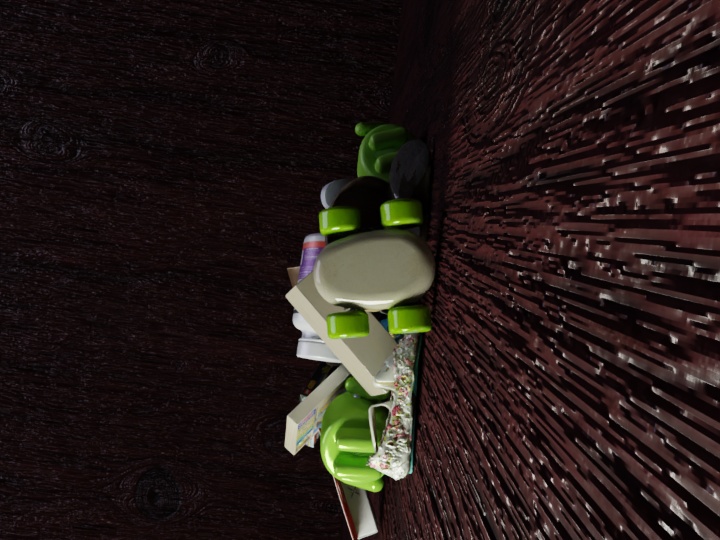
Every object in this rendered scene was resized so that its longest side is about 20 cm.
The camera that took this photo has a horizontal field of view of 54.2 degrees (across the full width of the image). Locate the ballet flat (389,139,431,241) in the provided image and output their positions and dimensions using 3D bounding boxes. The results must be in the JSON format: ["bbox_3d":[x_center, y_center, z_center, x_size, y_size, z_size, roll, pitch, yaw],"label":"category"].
[{"bbox_3d":[0.081,-0.110,1.074,0.046,0.067,0.201,44,-138,-52],"label":"ballet flat"}]

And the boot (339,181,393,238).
[{"bbox_3d":[0.029,-0.060,1.092,0.070,0.131,0.202,-14,72,52],"label":"boot"}]

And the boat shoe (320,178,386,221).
[{"bbox_3d":[0.005,-0.117,1.203,0.068,0.198,0.074,3,95,51],"label":"boat shoe"}]

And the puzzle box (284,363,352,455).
[{"bbox_3d":[-0.052,0.222,1.227,0.200,0.025,0.133,-41,-22,-30],"label":"puzzle box"}]

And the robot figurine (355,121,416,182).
[{"bbox_3d":[0.052,-0.202,1.327,0.200,0.115,0.177,107,147,-82],"label":"robot figurine"}]

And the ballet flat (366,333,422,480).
[{"bbox_3d":[0.044,0.172,0.933,0.076,0.063,0.201,98,179,-69],"label":"ballet flat"}]

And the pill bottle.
[{"bbox_3d":[-0.052,0.047,1.167,0.111,0.111,0.202,104,174,-80],"label":"pill bottle"}]

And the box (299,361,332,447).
[{"bbox_3d":[-0.076,0.256,1.499,0.200,0.040,0.138,-56,-24,-54],"label":"box"}]

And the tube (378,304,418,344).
[{"bbox_3d":[0.042,0.106,1.118,0.200,0.050,0.078,157,117,-63],"label":"tube"}]

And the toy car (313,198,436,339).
[{"bbox_3d":[0.030,0.008,0.962,0.200,0.157,0.166,32,-127,-77],"label":"toy car"}]

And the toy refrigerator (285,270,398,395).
[{"bbox_3d":[-0.015,0.085,1.036,0.070,0.200,0.076,-42,1,-22],"label":"toy refrigerator"}]

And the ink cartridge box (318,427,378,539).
[{"bbox_3d":[-0.019,0.367,1.241,0.174,0.043,0.201,85,166,-75],"label":"ink cartridge box"}]

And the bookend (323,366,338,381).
[{"bbox_3d":[-0.023,0.286,1.459,0.200,0.092,0.200,-55,-24,-52],"label":"bookend"}]

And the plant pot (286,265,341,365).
[{"bbox_3d":[-0.036,0.078,1.377,0.187,0.185,0.202,-134,35,-88],"label":"plant pot"}]

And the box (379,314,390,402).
[{"bbox_3d":[0.043,0.190,1.284,0.159,0.046,0.202,-92,9,-83],"label":"box"}]

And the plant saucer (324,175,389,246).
[{"bbox_3d":[0.013,-0.050,1.137,0.032,0.199,0.202,-4,76,48],"label":"plant saucer"}]

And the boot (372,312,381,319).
[{"bbox_3d":[0.000,0.000,1.245,0.201,0.138,0.077,-63,-3,11],"label":"boot"}]

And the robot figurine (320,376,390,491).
[{"bbox_3d":[-0.005,0.261,1.116,0.200,0.115,0.177,-110,21,-83],"label":"robot figurine"}]
